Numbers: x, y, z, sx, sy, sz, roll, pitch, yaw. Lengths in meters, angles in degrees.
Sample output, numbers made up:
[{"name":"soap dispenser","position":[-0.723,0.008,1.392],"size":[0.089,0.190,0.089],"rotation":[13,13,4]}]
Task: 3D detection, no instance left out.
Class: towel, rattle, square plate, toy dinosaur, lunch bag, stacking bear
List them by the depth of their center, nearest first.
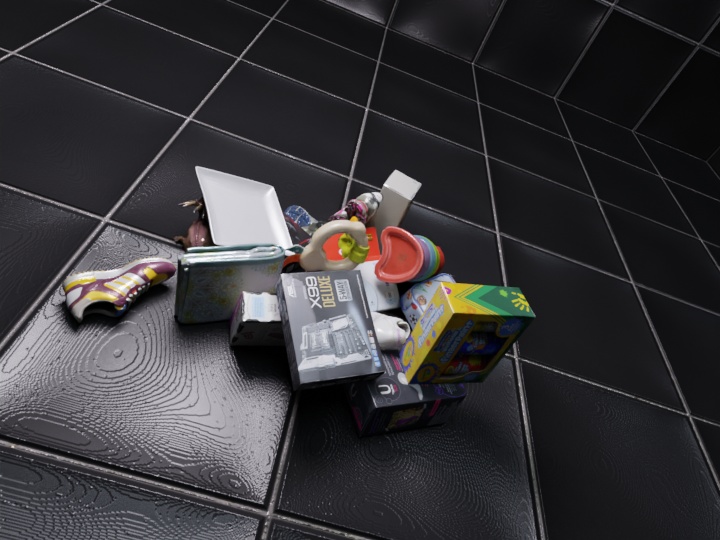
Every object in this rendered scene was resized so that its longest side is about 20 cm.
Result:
[{"name":"towel","position":[-0.252,0.025,0.977],"size":[0.199,0.172,0.048],"rotation":[-4,46,-29]},{"name":"toy dinosaur","position":[-0.337,-0.074,1.065],"size":[0.085,0.136,0.201],"rotation":[1,47,-26]},{"name":"square plate","position":[-0.246,-0.117,1.078],"size":[0.197,0.028,0.201],"rotation":[9,51,-45]},{"name":"rattle","position":[-0.090,-0.065,1.089],"size":[0.199,0.131,0.144],"rotation":[-15,54,-5]},{"name":"lunch bag","position":[0.193,0.112,1.158],"size":[0.160,0.076,0.201],"rotation":[-17,71,-38]},{"name":"stacking bear","position":[0.133,-0.027,1.181],"size":[0.113,0.122,0.200],"rotation":[15,7,29]}]

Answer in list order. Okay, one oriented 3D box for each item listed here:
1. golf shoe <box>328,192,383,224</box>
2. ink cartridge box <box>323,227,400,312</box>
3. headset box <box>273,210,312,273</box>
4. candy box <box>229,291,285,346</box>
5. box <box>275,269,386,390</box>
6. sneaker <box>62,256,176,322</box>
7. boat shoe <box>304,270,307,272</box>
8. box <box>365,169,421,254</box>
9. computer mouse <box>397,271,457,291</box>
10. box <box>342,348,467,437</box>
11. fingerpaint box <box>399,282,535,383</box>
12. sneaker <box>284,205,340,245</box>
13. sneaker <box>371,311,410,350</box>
[{"name":"golf shoe","position":[-0.011,-0.132,1.253],"size":[0.092,0.200,0.073],"rotation":[-34,94,-31]},{"name":"ink cartridge box","position":[0.000,0.000,1.156],"size":[0.159,0.047,0.202],"rotation":[-8,84,-32]},{"name":"headset box","position":[-0.227,-0.078,1.172],"size":[0.200,0.077,0.149],"rotation":[42,43,16]},{"name":"candy box","position":[-0.141,0.097,0.979],"size":[0.199,0.136,0.061],"rotation":[4,62,-24]},{"name":"box","position":[-0.056,0.100,0.900],"size":[0.157,0.050,0.201],"rotation":[-2,63,-25]},{"name":"sneaker","position":[-0.438,0.040,0.952],"size":[0.199,0.075,0.090],"rotation":[-17,64,-31]},{"name":"boat shoe","position":[-0.037,-0.008,1.200],"size":[0.199,0.071,0.071],"rotation":[-9,47,-36]},{"name":"box","position":[0.072,-0.142,1.294],"size":[0.077,0.201,0.095],"rotation":[29,40,5]},{"name":"computer mouse","position":[0.151,0.035,1.271],"size":[0.199,0.053,0.139],"rotation":[27,42,-15]},{"name":"box","position":[0.082,0.230,0.982],"size":[0.199,0.106,0.123],"rotation":[1,44,-26]},{"name":"fingerpaint box","position":[0.185,0.120,0.913],"size":[0.166,0.201,0.074],"rotation":[5,43,-22]},{"name":"sneaker","position":[-0.118,-0.091,1.251],"size":[0.199,0.077,0.085],"rotation":[31,-4,33]},{"name":"sneaker","position":[0.048,0.128,1.041],"size":[0.099,0.076,0.200],"rotation":[-2,4,-1]}]
